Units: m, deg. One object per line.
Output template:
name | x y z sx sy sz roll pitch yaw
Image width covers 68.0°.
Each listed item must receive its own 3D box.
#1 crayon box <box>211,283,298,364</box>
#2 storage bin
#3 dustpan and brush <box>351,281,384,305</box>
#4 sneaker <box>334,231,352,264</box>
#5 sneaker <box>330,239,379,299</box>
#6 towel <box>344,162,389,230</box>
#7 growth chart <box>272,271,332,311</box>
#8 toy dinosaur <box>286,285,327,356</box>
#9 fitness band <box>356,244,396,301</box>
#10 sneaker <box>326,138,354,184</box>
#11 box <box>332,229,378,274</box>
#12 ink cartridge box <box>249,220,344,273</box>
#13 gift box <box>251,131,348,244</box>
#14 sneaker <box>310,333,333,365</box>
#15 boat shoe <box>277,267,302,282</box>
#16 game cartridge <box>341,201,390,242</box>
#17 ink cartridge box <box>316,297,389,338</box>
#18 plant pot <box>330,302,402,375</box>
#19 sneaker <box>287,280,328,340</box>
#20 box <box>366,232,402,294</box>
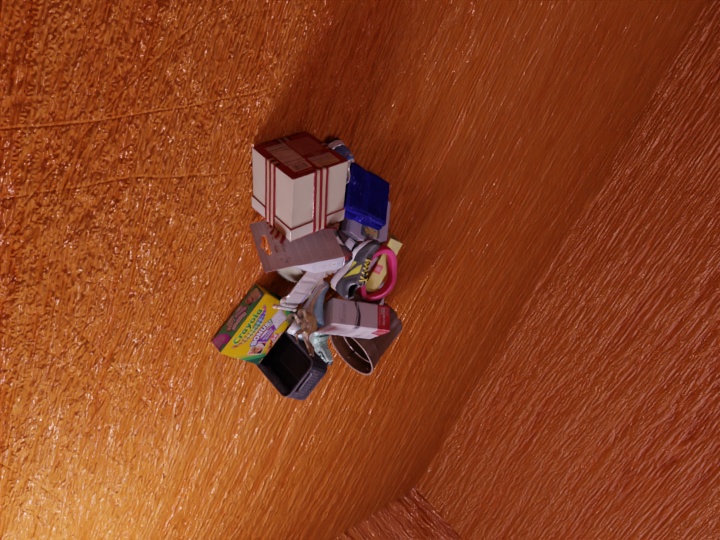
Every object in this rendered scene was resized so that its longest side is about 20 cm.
crayon box | -0.289 0.154 1.488 0.201 0.058 0.172 -53 149 0
storage bin | -0.210 0.267 1.567 0.136 0.200 0.094 -51 149 2
dustpan and brush | 0.039 0.082 1.804 0.199 0.138 0.058 -22 103 -60
sneaker | -0.084 -0.092 1.446 0.199 0.071 0.099 32 88 -34
sneaker | 0.000 0.000 1.545 0.201 0.085 0.074 -52 150 19
towel | 0.013 -0.202 1.456 0.199 0.049 0.150 17 82 -52
growth chart | -0.145 0.038 1.464 0.200 0.018 0.145 -50 159 2
toy dinosaur | -0.153 0.136 1.503 0.101 0.058 0.203 16 79 -51
fitness band | 0.051 0.013 1.657 0.142 0.037 0.202 -25 135 -24
sneaker | -0.076 -0.227 1.350 0.075 0.077 0.201 -19 142 -43
box | -0.040 -0.037 1.609 0.117 0.060 0.200 -52 148 3
ink cartridge box | -0.156 -0.061 1.299 0.197 0.161 0.048 -12 144 -19
gift box | -0.139 -0.176 1.219 0.183 0.200 0.188 -22 140 -30
sneaker | -0.112 0.229 1.733 0.073 0.118 0.202 -7 127 -46
boat shoe | -0.187 -0.034 1.418 0.200 0.073 0.067 82 19 -63
game cartridge | 0.021 -0.148 1.545 0.199 0.041 0.135 5 95 -54
ink cartridge box | -0.027 0.152 1.653 0.198 0.085 0.144 9 161 -25
plant pot | 0.031 0.221 1.854 0.198 0.199 0.202 -40 148 -29
sneaker | -0.136 0.124 1.587 0.201 0.082 0.074 -57 -172 -26
box | 0.060 -0.022 1.728 0.050 0.075 0.201 22 108 -24
